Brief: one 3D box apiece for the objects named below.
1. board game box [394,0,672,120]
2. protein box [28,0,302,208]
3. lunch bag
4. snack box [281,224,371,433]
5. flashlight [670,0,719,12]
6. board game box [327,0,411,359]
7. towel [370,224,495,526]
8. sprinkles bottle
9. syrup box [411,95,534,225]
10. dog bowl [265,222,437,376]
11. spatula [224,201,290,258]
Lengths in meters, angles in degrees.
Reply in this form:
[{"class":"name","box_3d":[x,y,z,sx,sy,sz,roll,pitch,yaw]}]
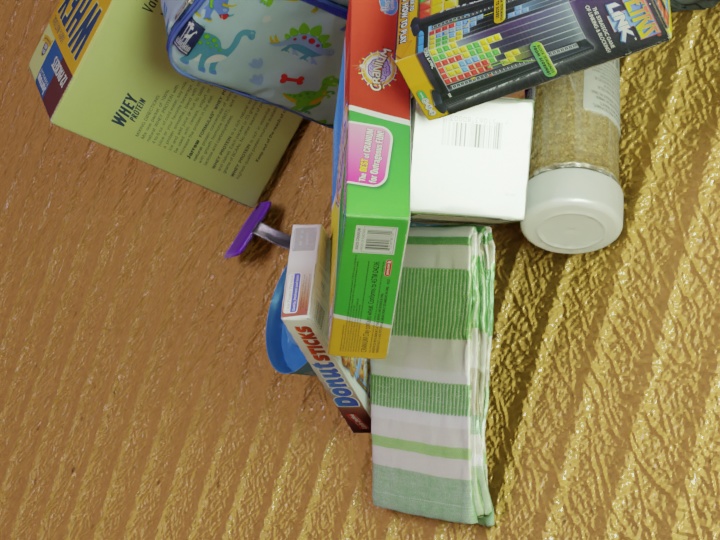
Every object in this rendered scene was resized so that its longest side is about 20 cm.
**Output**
[{"class":"board game box","box_3d":[0.109,-0.199,1.492,0.165,0.057,0.200,-19,39,19]},{"class":"protein box","box_3d":[-0.145,-0.197,1.997,0.199,0.199,0.135,-60,27,15]},{"class":"lunch bag","box_3d":[-0.044,-0.203,1.828,0.161,0.200,0.083,-48,35,33]},{"class":"snack box","box_3d":[-0.015,0.044,1.652,0.024,0.200,0.072,-2,63,15]},{"class":"flashlight","box_3d":[0.237,-0.201,1.466,0.200,0.068,0.068,6,91,59]},{"class":"board game box","box_3d":[0.006,-0.067,1.539,0.153,0.040,0.201,98,174,-52]},{"class":"towel","box_3d":[0.049,0.069,1.609,0.152,0.023,0.201,2,94,62]},{"class":"sprinkles bottle","box_3d":[0.142,-0.111,1.578,0.068,0.068,0.201,-35,42,46]},{"class":"syrup box","box_3d":[0.064,-0.072,1.584,0.200,0.078,0.082,-166,80,-87]},{"class":"dog bowl","box_3d":[0.000,0.000,1.775,0.200,0.049,0.112,-53,32,26]},{"class":"spatula","box_3d":[-0.063,-0.026,1.931,0.057,0.021,0.200,-59,29,-9]}]
